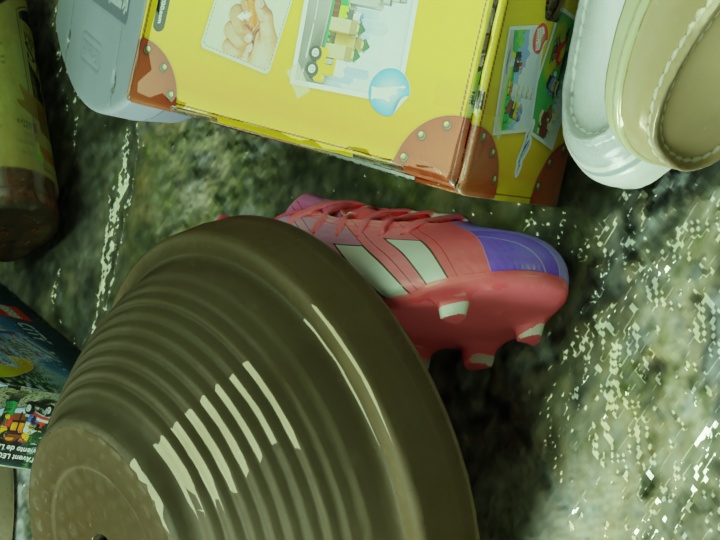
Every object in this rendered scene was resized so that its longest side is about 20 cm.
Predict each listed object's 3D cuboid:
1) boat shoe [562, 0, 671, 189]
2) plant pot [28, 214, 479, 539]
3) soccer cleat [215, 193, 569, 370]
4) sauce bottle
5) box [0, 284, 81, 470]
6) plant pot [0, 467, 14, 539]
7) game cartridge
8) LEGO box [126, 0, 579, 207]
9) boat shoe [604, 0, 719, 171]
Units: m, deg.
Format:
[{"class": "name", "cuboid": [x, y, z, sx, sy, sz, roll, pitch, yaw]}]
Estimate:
[{"class": "boat shoe", "cuboid": [0.103, -0.126, 0.880, 0.072, 0.068, 0.201, 41, 114, 46]}, {"class": "plant pot", "cuboid": [-0.054, 0.087, 0.949, 0.200, 0.092, 0.202, 25, 123, 45]}, {"class": "soccer cleat", "cuboid": [0.000, 0.000, 0.984, 0.199, 0.066, 0.077, -16, 65, 51]}, {"class": "sauce bottle", "cuboid": [-0.181, -0.103, 1.224, 0.066, 0.066, 0.201, -34, 57, 41]}, {"class": "box", "cuboid": [-0.202, 0.027, 1.161, 0.200, 0.136, 0.038, 34, 106, 49]}, {"class": "plant pot", "cuboid": [-0.291, 0.108, 1.202, 0.187, 0.199, 0.189, -16, 69, 48]}, {"class": "game cartridge", "cuboid": [-0.088, -0.131, 1.084, 0.200, 0.040, 0.134, -137, 59, -70]}, {"class": "LEGO box", "cuboid": [0.014, -0.138, 0.947, 0.148, 0.077, 0.201, 16, 97, 31]}, {"class": "boat shoe", "cuboid": [0.150, -0.104, 0.820, 0.200, 0.072, 0.065, -53, 45, 21]}]
